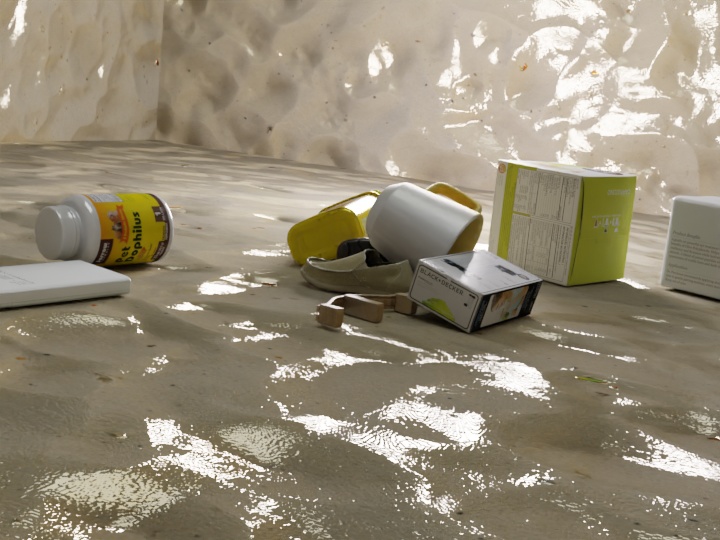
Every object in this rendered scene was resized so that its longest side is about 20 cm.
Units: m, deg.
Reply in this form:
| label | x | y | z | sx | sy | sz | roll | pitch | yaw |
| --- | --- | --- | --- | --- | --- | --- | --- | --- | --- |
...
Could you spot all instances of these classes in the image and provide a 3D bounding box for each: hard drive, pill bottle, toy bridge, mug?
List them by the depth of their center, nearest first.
| label | x | y | z | sx | sy | sz | roll | pitch | yaw |
| --- | --- | --- | --- | --- | --- | --- | --- | --- | --- |
| hard drive | -0.424 | 0.016 | 1.359 | 0.130 | 0.027 | 0.198 | 15 | 13 | 38 |
| toy bridge | 0.002 | 0.051 | 1.419 | 0.066 | 0.028 | 0.199 | 13 | 11 | 35 |
| pill bottle | -0.390 | -0.061 | 1.562 | 0.108 | 0.111 | 0.198 | 14 | 14 | 39 |
| mug | 0.098 | -0.060 | 1.616 | 0.152 | 0.151 | 0.186 | 32 | 15 | 18 |

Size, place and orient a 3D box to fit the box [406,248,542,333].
| label | x | y | z | sx | sy | sz | roll | pitch | yaw |
| --- | --- | --- | --- | --- | --- | --- | --- | --- | --- |
| box | 0.169 | 0.026 | 1.492 | 0.116 | 0.061 | 0.199 | 29 | 20 | 28 |

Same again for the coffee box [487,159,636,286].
| label | x | y | z | sx | sy | sz | roll | pitch | yaw |
| --- | --- | --- | --- | --- | --- | --- | --- | --- | --- |
| coffee box | 0.380 | -0.094 | 1.933 | 0.198 | 0.204 | 0.196 | -5 | 15 | -45 |

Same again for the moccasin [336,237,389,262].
| label | x | y | z | sx | sy | sz | roll | pitch | yaw |
| --- | --- | --- | --- | --- | --- | --- | --- | --- | --- |
| moccasin | 0.057 | -0.017 | 1.695 | 0.197 | 0.075 | 0.078 | 2 | 2 | -8 |

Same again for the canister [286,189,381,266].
| label | x | y | z | sx | sy | sz | roll | pitch | yaw |
| --- | --- | --- | --- | --- | --- | --- | --- | --- | --- |
| canister | -0.034 | -0.075 | 1.815 | 0.146 | 0.088 | 0.200 | -19 | 5 | 19 |

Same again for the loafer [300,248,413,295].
| label | x | y | z | sx | sy | sz | roll | pitch | yaw |
| --- | --- | --- | --- | --- | --- | --- | --- | --- | --- |
| loafer | 0.000 | 0.000 | 1.573 | 0.197 | 0.070 | 0.075 | 11 | 11 | 23 |

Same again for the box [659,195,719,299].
| label | x | y | z | sx | sy | sz | roll | pitch | yaw |
| --- | --- | --- | --- | --- | --- | --- | --- | --- | --- |
| box | 0.699 | -0.040 | 1.906 | 0.198 | 0.175 | 0.197 | -5 | 15 | -45 |
